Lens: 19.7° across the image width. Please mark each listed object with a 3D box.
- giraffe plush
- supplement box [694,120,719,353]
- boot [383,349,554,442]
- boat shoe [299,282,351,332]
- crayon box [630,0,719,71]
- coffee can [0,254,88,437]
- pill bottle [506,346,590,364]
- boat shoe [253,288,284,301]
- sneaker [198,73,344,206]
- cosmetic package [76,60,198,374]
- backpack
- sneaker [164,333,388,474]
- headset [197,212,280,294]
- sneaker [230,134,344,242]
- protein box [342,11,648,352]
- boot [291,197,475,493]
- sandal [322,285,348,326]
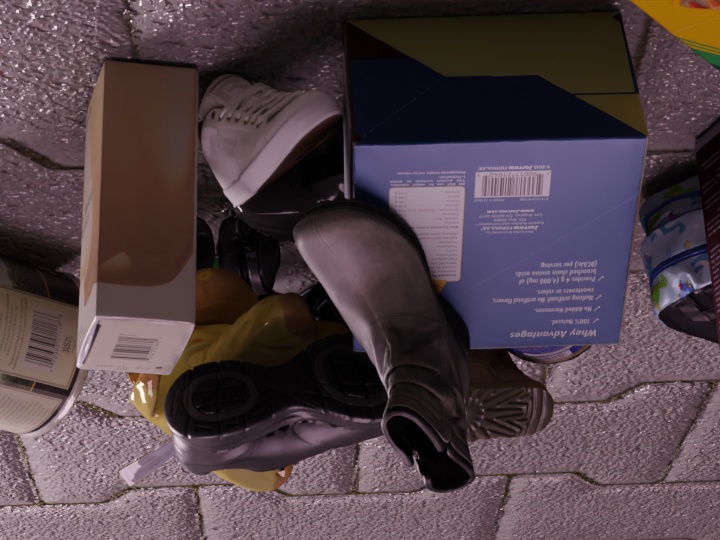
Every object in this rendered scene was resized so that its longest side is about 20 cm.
[{"bbox_3d":[-0.117,0.068,1.610,0.199,0.162,0.173,-20,129,-12],"label":"giraffe plush"},{"bbox_3d":[0.324,-0.014,1.582,0.108,0.201,0.061,7,155,-21],"label":"supplement box"},{"bbox_3d":[0.056,0.081,1.786,0.174,0.200,0.066,6,111,-23],"label":"boot"},{"bbox_3d":[-0.020,0.046,1.786,0.062,0.075,0.200,20,179,-12],"label":"boat shoe"},{"bbox_3d":[0.299,-0.196,1.343,0.199,0.059,0.172,-20,151,33],"label":"crayon box"},{"bbox_3d":[-0.342,0.049,1.716,0.200,0.147,0.146,19,148,-40],"label":"coffee can"},{"bbox_3d":[0.138,0.007,1.684,0.111,0.112,0.200,-8,166,12],"label":"pill bottle"},{"bbox_3d":[-0.077,0.050,1.758,0.075,0.200,0.072,9,110,-31],"label":"boat shoe"},{"bbox_3d":[-0.077,-0.103,1.458,0.073,0.085,0.200,-36,-177,-22],"label":"sneaker"},{"bbox_3d":[-0.159,-0.037,1.477,0.071,0.201,0.105,5,154,-14],"label":"cosmetic package"},{"bbox_3d":[0.313,-0.003,1.706,0.163,0.154,0.200,-20,172,39],"label":"backpack"},{"bbox_3d":[-0.044,0.103,1.509,0.199,0.076,0.091,-5,145,-9],"label":"sneaker"},{"bbox_3d":[-0.120,-0.028,1.693,0.123,0.094,0.200,1,172,-19],"label":"headset"},{"bbox_3d":[-0.002,-0.078,1.579,0.199,0.076,0.091,-9,151,-9],"label":"sneaker"},{"bbox_3d":[0.088,-0.060,1.460,0.198,0.135,0.200,-2,135,-2],"label":"protein box"},{"bbox_3d":[0.025,0.052,1.380,0.068,0.131,0.200,-24,131,20],"label":"boot"},{"bbox_3d":[0.000,0.000,1.604,0.081,0.200,0.055,-8,117,-12],"label":"sandal"}]
